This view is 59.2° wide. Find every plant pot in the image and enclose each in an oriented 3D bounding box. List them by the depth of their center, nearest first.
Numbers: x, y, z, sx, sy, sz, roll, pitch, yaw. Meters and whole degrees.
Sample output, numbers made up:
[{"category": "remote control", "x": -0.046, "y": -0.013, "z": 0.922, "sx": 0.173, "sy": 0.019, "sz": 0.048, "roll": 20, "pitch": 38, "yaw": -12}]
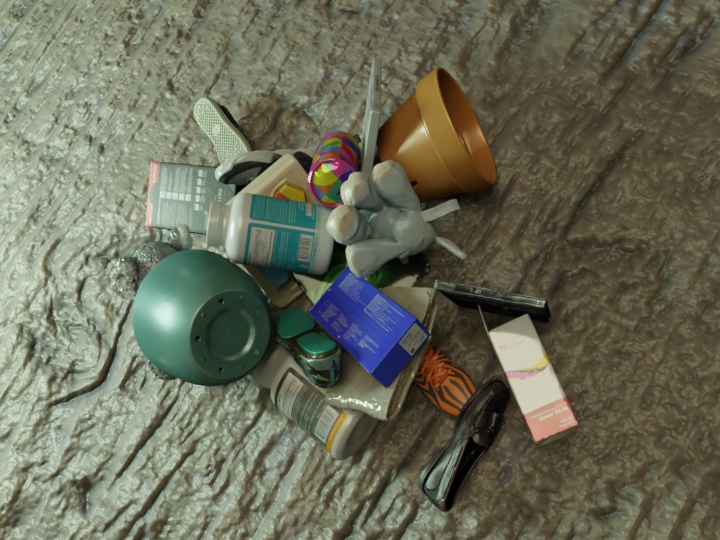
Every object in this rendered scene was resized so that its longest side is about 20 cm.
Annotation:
[{"category": "plant pot", "x": -0.222, "y": 0.080, "z": 0.950, "sx": 0.159, "sy": 0.199, "sz": 0.204, "roll": 13, "pitch": 74, "yaw": 54}, {"category": "plant pot", "x": 0.117, "y": -0.200, "z": 1.030, "sx": 0.138, "sy": 0.199, "sz": 0.205, "roll": -26, "pitch": 66, "yaw": 26}]

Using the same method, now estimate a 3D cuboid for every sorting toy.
[{"category": "sorting toy", "x": -0.130, "y": -0.063, "z": 1.084, "sx": 0.184, "sy": 0.037, "sz": 0.202, "roll": -38, "pitch": 104, "yaw": 2}]

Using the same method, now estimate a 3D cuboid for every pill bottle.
[{"category": "pill bottle", "x": -0.069, "y": 0.189, "z": 0.994, "sx": 0.198, "sy": 0.116, "sz": 0.118, "roll": 35, "pitch": 85, "yaw": 25}, {"category": "pill bottle", "x": -0.142, "y": -0.060, "z": 1.009, "sx": 0.194, "sy": 0.111, "sz": 0.114, "roll": 9, "pitch": 73, "yaw": -11}]

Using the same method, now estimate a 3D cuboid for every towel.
[{"category": "towel", "x": 0.033, "y": 0.112, "z": 0.909, "sx": 0.131, "sy": 0.034, "sz": 0.203, "roll": 0, "pitch": 56, "yaw": 46}]

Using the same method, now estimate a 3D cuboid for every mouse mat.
[{"category": "mouse mat", "x": 0.000, "y": 0.000, "z": 1.070, "sx": 0.199, "sy": 0.008, "sz": 0.162, "roll": -41, "pitch": 81, "yaw": 2}]

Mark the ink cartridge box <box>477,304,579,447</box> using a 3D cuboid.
[{"category": "ink cartridge box", "x": 0.238, "y": 0.141, "z": 0.909, "sx": 0.066, "sy": 0.117, "sz": 0.204, "roll": -24, "pitch": 68, "yaw": 8}]

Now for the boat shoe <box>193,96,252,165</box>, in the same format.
[{"category": "boat shoe", "x": -0.248, "y": -0.245, "z": 1.221, "sx": 0.074, "sy": 0.062, "sz": 0.202, "roll": -37, "pitch": 79, "yaw": 21}]

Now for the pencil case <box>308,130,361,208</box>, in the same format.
[{"category": "pencil case", "x": -0.038, "y": -0.172, "z": 1.053, "sx": 0.086, "sy": 0.201, "sz": 0.091, "roll": 1, "pitch": 115, "yaw": 3}]

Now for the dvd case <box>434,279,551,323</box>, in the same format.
[{"category": "dvd case", "x": 0.196, "y": 0.046, "z": 0.908, "sx": 0.145, "sy": 0.200, "sz": 0.016, "roll": 10, "pitch": 83, "yaw": 20}]

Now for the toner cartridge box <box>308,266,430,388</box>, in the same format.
[{"category": "toner cartridge box", "x": 0.007, "y": 0.074, "z": 0.905, "sx": 0.095, "sy": 0.043, "sz": 0.199, "roll": -47, "pitch": 35, "yaw": -4}]

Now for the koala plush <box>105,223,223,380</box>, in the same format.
[{"category": "koala plush", "x": -0.323, "y": 0.038, "z": 1.060, "sx": 0.176, "sy": 0.204, "sz": 0.182, "roll": -34, "pitch": 37, "yaw": -25}]

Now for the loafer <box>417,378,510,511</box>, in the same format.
[{"category": "loafer", "x": 0.162, "y": 0.255, "z": 0.915, "sx": 0.202, "sy": 0.071, "sz": 0.063, "roll": -56, "pitch": 33, "yaw": 3}]

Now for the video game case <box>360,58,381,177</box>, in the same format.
[{"category": "video game case", "x": 0.017, "y": -0.241, "z": 1.049, "sx": 0.017, "sy": 0.146, "sz": 0.203, "roll": 7, "pitch": 39, "yaw": -3}]

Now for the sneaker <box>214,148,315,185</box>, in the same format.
[{"category": "sneaker", "x": -0.151, "y": -0.147, "z": 1.116, "sx": 0.195, "sy": 0.075, "sz": 0.117, "roll": -10, "pitch": 81, "yaw": -24}]

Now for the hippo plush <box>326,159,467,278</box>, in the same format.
[{"category": "hippo plush", "x": 0.044, "y": -0.083, "z": 0.984, "sx": 0.194, "sy": 0.161, "sz": 0.164, "roll": -11, "pitch": 95, "yaw": -2}]

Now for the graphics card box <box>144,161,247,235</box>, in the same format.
[{"category": "graphics card box", "x": -0.308, "y": -0.133, "z": 1.193, "sx": 0.195, "sy": 0.051, "sz": 0.129, "roll": 7, "pitch": 92, "yaw": 21}]

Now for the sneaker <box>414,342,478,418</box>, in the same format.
[{"category": "sneaker", "x": 0.095, "y": 0.142, "z": 0.957, "sx": 0.199, "sy": 0.112, "sz": 0.078, "roll": 40, "pitch": 86, "yaw": 25}]

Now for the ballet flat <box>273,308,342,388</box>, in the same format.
[{"category": "ballet flat", "x": -0.079, "y": 0.116, "z": 0.925, "sx": 0.075, "sy": 0.074, "sz": 0.200, "roll": -50, "pitch": 25, "yaw": -3}]
